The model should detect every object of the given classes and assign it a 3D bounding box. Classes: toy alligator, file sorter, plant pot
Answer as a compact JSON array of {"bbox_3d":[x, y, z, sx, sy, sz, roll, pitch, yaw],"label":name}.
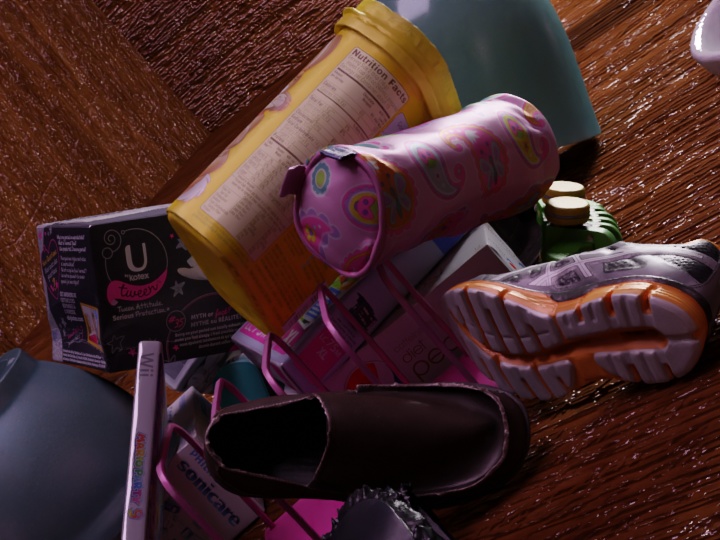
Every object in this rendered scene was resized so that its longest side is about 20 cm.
[{"bbox_3d":[0.151,-0.031,1.113,0.054,0.060,0.200,2,18,3],"label":"toy alligator"},{"bbox_3d":[-0.021,0.096,1.039,0.200,0.126,0.139,-42,12,5],"label":"file sorter"},{"bbox_3d":[-0.255,0.146,1.204,0.200,0.134,0.201,-39,15,13],"label":"plant pot"},{"bbox_3d":[0.085,-0.168,1.338,0.198,0.163,0.201,-15,5,1],"label":"plant pot"}]

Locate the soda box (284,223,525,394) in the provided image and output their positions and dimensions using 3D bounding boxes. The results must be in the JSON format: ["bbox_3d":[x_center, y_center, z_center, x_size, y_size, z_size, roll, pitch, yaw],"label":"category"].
[{"bbox_3d":[0.034,0.056,1.151,0.200,0.064,0.068,-41,12,13],"label":"soda box"}]

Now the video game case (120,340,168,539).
[{"bbox_3d":[-0.141,0.169,1.045,0.144,0.018,0.202,96,175,-56],"label":"video game case"}]

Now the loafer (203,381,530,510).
[{"bbox_3d":[-0.002,0.103,0.916,0.198,0.074,0.071,-8,-11,13],"label":"loafer"}]

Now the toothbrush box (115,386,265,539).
[{"bbox_3d":[-0.177,0.204,1.272,0.200,0.085,0.146,-41,13,3],"label":"toothbrush box"}]

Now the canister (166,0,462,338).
[{"bbox_3d":[-0.027,-0.065,1.094,0.200,0.086,0.149,-47,-29,-12],"label":"canister"}]

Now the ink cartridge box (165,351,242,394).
[{"bbox_3d":[-0.095,0.023,1.459,0.201,0.043,0.198,-57,-14,2],"label":"ink cartridge box"}]

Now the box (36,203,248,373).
[{"bbox_3d":[-0.137,0.003,1.258,0.198,0.116,0.132,-9,6,-30],"label":"box"}]

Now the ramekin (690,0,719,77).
[{"bbox_3d":[0.302,-0.157,0.940,0.200,0.098,0.201,-41,13,11],"label":"ramekin"}]

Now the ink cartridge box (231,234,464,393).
[{"bbox_3d":[0.000,0.000,1.177,0.200,0.042,0.119,-44,21,-11],"label":"ink cartridge box"}]

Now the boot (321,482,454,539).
[{"bbox_3d":[-0.019,0.194,0.813,0.168,0.076,0.200,-45,6,7],"label":"boot"}]

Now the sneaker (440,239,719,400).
[{"bbox_3d":[0.129,0.023,0.924,0.199,0.079,0.077,-1,35,47],"label":"sneaker"}]

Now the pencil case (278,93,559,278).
[{"bbox_3d":[0.042,-0.058,1.022,0.199,0.088,0.087,-21,-7,-45],"label":"pencil case"}]

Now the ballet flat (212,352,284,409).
[{"bbox_3d":[-0.055,0.092,1.349,0.072,0.072,0.199,-49,16,-29],"label":"ballet flat"}]

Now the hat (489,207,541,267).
[{"bbox_3d":[0.068,-0.022,1.266,0.200,0.081,0.201,-42,12,11],"label":"hat"}]
